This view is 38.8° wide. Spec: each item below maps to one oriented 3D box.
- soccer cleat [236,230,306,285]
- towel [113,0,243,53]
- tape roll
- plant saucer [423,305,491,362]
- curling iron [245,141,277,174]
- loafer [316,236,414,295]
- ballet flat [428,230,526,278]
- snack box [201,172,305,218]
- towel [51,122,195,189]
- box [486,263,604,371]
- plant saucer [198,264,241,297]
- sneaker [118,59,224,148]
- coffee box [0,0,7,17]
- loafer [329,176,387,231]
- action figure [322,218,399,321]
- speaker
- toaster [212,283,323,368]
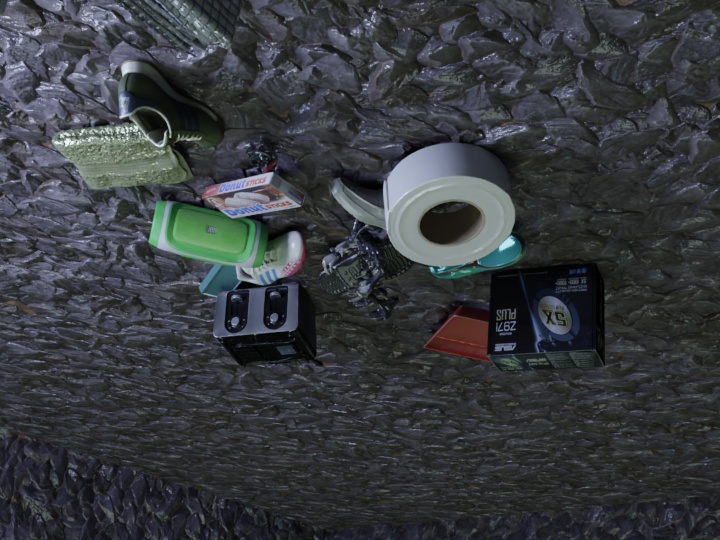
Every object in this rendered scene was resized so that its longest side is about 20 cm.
[{"bbox_3d":[-0.164,-0.016,1.850,0.085,0.071,0.200,0,162,-28],"label":"soccer cleat"},{"bbox_3d":[-0.205,-0.344,1.071,0.084,0.169,0.199,-8,151,36],"label":"towel"},{"bbox_3d":[0.133,-0.097,1.555,0.198,0.072,0.204,-2,141,-2],"label":"tape roll"},{"bbox_3d":[0.251,0.131,2.109,0.196,0.037,0.200,12,155,-11],"label":"plant saucer"},{"bbox_3d":[-0.159,-0.151,1.636,0.049,0.026,0.200,29,160,4],"label":"curling iron"},{"bbox_3d":[0.012,-0.022,1.826,0.197,0.072,0.074,-18,117,21],"label":"loafer"},{"bbox_3d":[0.210,-0.030,1.765,0.197,0.069,0.070,-14,172,37],"label":"ballet flat"},{"bbox_3d":[-0.175,-0.120,1.651,0.071,0.025,0.198,32,157,-34],"label":"snack box"},{"bbox_3d":[-0.373,-0.178,1.614,0.196,0.037,0.149,-1,153,16],"label":"towel"},{"bbox_3d":[0.335,0.087,1.844,0.196,0.167,0.086,-5,154,24],"label":"box"},{"bbox_3d":[-0.264,0.014,2.015,0.069,0.019,0.200,16,154,-18],"label":"plant saucer"},{"bbox_3d":[-0.274,-0.208,1.460,0.066,0.092,0.200,-11,150,31],"label":"sneaker"},{"bbox_3d":[-0.484,-0.352,1.082,0.198,0.202,0.198,25,149,-36],"label":"coffee box"},{"bbox_3d":[0.041,-0.104,1.647,0.198,0.070,0.070,26,116,-27],"label":"loafer"},{"bbox_3d":[0.000,0.000,1.721,0.101,0.119,0.202,-28,134,-10],"label":"action figure"},{"bbox_3d":[-0.262,-0.062,1.772,0.196,0.090,0.089,12,155,-12],"label":"speaker"},{"bbox_3d":[-0.183,0.115,2.066,0.177,0.121,0.201,-5,153,11],"label":"toaster"}]
